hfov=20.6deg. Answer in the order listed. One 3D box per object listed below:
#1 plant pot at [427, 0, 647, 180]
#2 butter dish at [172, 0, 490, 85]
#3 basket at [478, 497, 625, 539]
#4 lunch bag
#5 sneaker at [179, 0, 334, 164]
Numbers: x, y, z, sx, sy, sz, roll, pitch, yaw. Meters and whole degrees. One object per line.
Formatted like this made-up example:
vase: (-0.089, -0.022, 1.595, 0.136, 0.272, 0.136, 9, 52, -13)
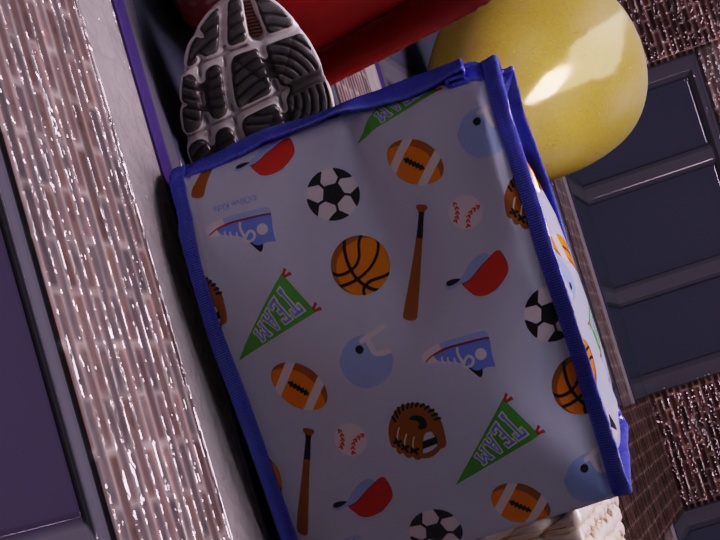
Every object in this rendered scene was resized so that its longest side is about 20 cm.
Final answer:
plant pot: (0.135, -0.154, 1.741, 0.142, 0.199, 0.202, -46, 121, -47)
butter dish: (-0.046, -0.202, 0.994, 0.147, 0.198, 0.202, -4, 74, -54)
basket: (0.072, 0.133, 1.078, 0.200, 0.134, 0.125, -3, 77, -78)
lunch bag: (0.020, 0.018, 0.913, 0.124, 0.168, 0.202, -72, 142, -76)
sneaker: (-0.044, -0.054, 1.008, 0.085, 0.076, 0.201, -110, -177, -60)
